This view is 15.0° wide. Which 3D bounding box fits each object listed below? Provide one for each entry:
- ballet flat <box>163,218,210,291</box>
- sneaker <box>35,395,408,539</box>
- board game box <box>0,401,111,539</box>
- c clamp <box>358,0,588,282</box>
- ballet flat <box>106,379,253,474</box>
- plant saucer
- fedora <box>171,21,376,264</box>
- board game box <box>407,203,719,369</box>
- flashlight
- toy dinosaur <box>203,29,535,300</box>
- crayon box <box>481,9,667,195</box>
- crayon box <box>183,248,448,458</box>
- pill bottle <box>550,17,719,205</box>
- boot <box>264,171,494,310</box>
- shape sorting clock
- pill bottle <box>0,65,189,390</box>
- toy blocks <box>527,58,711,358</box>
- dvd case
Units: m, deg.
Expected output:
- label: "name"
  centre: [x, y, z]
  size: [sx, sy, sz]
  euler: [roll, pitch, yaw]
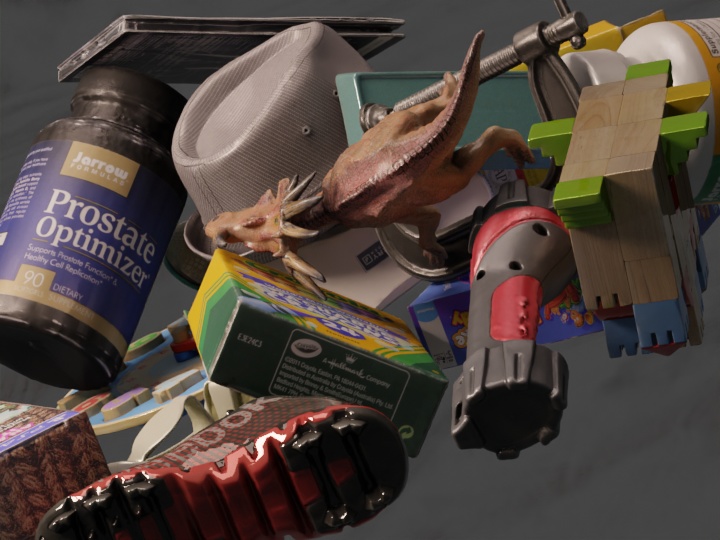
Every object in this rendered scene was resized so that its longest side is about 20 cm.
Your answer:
- label: "ballet flat"
  centre: [-0.077, -0.026, 1.957]
  size: [0.062, 0.067, 0.200]
  euler: [-50, -15, 17]
- label: "sneaker"
  centre: [-0.074, 0.117, 1.443]
  size: [0.200, 0.071, 0.098]
  euler: [-19, 12, -1]
- label: "board game box"
  centre: [-0.240, 0.149, 1.516]
  size: [0.159, 0.097, 0.200]
  euler: [-27, 14, -26]
- label: "c clamp"
  centre: [0.069, -0.090, 1.631]
  size: [0.200, 0.171, 0.027]
  euler: [-32, -9, 36]
- label: "ballet flat"
  centre: [-0.078, 0.093, 1.565]
  size: [0.069, 0.069, 0.200]
  euler: [-12, 15, 36]
- label: "plant saucer"
  centre: [0.085, -0.098, 1.737]
  size: [0.200, 0.070, 0.019]
  euler: [-2, -24, -22]
- label: "fedora"
  centre: [-0.049, -0.093, 1.767]
  size: [0.200, 0.090, 0.177]
  euler: [-47, 27, -26]
- label: "board game box"
  centre: [0.130, -0.008, 1.701]
  size: [0.134, 0.045, 0.200]
  euler: [-14, 14, 28]
- label: "flashlight"
  centre: [0.090, 0.025, 1.499]
  size: [0.068, 0.068, 0.200]
  euler: [15, 29, -6]
- label: "toy dinosaur"
  centre: [0.010, -0.051, 1.572]
  size: [0.136, 0.086, 0.200]
  euler: [-18, -19, -42]
- label: "crayon box"
  centre: [0.129, -0.085, 1.852]
  size: [0.200, 0.127, 0.051]
  euler: [-21, 12, -3]
- label: "crayon box"
  centre: [-0.030, 0.042, 1.575]
  size: [0.126, 0.052, 0.200]
  euler: [21, 6, -11]
- label: "pill bottle"
  centre: [0.218, -0.096, 1.655]
  size: [0.200, 0.113, 0.113]
  euler: [-5, 6, -22]
- label: "boot"
  centre: [0.000, 0.000, 1.779]
  size: [0.200, 0.073, 0.090]
  euler: [-28, -4, 2]
- label: "shape sorting clock"
  centre: [-0.116, 0.057, 1.845]
  size: [0.200, 0.039, 0.200]
  euler: [-20, 12, 4]
- label: "pill bottle"
  centre: [-0.181, -0.030, 1.827]
  size: [0.112, 0.112, 0.200]
  euler: [-7, 55, 48]
- label: "toy blocks"
  centre: [0.154, -0.017, 1.510]
  size: [0.100, 0.137, 0.200]
  euler: [-9, 21, 13]
- label: "dvd case"
  centre: [-0.089, -0.149, 1.863]
  size: [0.200, 0.016, 0.149]
  euler: [-1, -9, -23]
